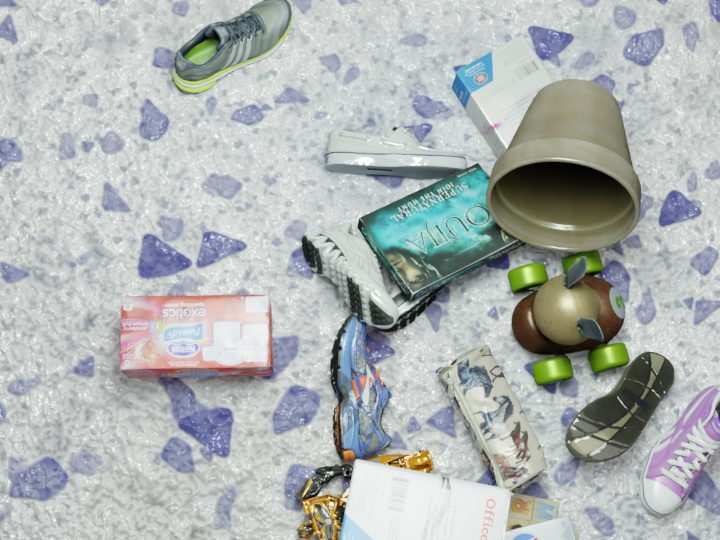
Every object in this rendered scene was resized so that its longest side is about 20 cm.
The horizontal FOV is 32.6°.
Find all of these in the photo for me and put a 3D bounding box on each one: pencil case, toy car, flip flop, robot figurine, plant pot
[{"bbox_3d":[0.177,0.204,1.647,0.089,0.078,0.200,-21,79,-30],"label":"pencil case"},{"bbox_3d":[0.289,0.049,1.626,0.157,0.200,0.165,-13,78,-6],"label":"toy car"},{"bbox_3d":[0.354,0.190,1.677,0.081,0.058,0.200,40,63,11],"label":"flip flop"},{"bbox_3d":[0.011,0.313,1.624,0.200,0.058,0.145,-18,76,-7],"label":"robot figurine"},{"bbox_3d":[0.274,-0.151,1.619,0.200,0.200,0.174,13,59,0],"label":"plant pot"}]

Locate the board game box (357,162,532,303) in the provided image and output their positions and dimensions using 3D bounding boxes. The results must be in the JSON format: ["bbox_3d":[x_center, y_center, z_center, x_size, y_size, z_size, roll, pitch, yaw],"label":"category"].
[{"bbox_3d":[0.115,-0.054,1.670,0.200,0.028,0.135,-26,67,-20],"label":"board game box"}]

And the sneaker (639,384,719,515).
[{"bbox_3d":[0.443,0.234,1.639,0.073,0.114,0.201,31,79,3],"label":"sneaker"}]

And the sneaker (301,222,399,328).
[{"bbox_3d":[0.000,0.000,1.659,0.081,0.075,0.200,-24,48,-22],"label":"sneaker"}]

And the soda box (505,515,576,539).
[{"bbox_3d":[0.182,0.376,1.608,0.200,0.068,0.064,-12,77,-6],"label":"soda box"}]

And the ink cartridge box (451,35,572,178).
[{"bbox_3d":[0.232,-0.218,1.751,0.116,0.067,0.200,-30,81,-9],"label":"ink cartridge box"}]

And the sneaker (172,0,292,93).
[{"bbox_3d":[-0.180,-0.327,1.747,0.200,0.081,0.074,-38,82,-10],"label":"sneaker"}]

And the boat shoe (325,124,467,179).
[{"bbox_3d":[0.052,-0.171,1.734,0.199,0.071,0.070,3,80,4],"label":"boat shoe"}]

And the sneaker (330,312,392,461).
[{"bbox_3d":[0.002,0.155,1.661,0.078,0.075,0.201,-1,85,-13],"label":"sneaker"}]

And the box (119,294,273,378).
[{"bbox_3d":[-0.217,0.090,1.644,0.199,0.095,0.100,-1,77,-3],"label":"box"}]

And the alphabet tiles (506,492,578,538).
[{"bbox_3d":[0.188,0.379,1.646,0.200,0.006,0.167,12,77,0],"label":"alphabet tiles"}]

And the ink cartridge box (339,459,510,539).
[{"bbox_3d":[0.077,0.333,1.538,0.200,0.084,0.145,11,68,4],"label":"ink cartridge box"}]

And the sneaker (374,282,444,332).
[{"bbox_3d":[0.081,0.005,1.697,0.080,0.074,0.200,44,70,11],"label":"sneaker"}]
